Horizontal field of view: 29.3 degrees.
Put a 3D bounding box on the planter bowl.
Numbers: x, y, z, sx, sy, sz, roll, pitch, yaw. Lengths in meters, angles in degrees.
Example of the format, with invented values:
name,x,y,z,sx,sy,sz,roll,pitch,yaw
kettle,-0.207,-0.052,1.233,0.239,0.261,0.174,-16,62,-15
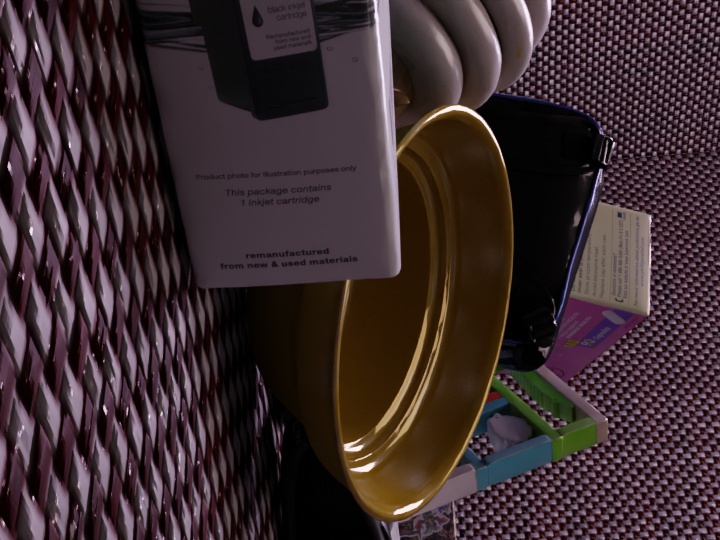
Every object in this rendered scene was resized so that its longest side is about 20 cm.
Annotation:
name,x,y,z,sx,sy,sz,roll,pitch,yaw
planter bowl,0.001,0.015,0.679,0.200,0.083,0.202,-31,125,-56

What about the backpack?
name,x,y,z,sx,sy,sz,roll,pitch,yaw
backpack,0.059,-0.031,0.971,0.147,0.198,0.184,79,29,-70

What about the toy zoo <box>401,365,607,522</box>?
name,x,y,z,sx,sy,sz,roll,pitch,yaw
toy zoo,0.057,0.114,0.978,0.131,0.199,0.021,42,-36,55

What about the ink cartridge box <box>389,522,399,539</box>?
name,x,y,z,sx,sy,sz,roll,pitch,yaw
ink cartridge box,-0.013,0.279,0.886,0.161,0.047,0.201,83,20,-45

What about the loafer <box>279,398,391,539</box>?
name,x,y,z,sx,sy,sz,roll,pitch,yaw
loafer,-0.011,0.166,0.749,0.070,0.067,0.202,-58,142,-67

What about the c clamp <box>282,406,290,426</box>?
name,x,y,z,sx,sy,sz,roll,pitch,yaw
c clamp,0.000,0.000,0.823,0.171,0.027,0.201,87,26,-87

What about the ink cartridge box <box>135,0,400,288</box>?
name,x,y,z,sx,sy,sz,roll,pitch,yaw
ink cartridge box,-0.032,-0.116,0.509,0.147,0.082,0.201,-90,176,-50

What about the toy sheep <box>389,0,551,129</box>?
name,x,y,z,sx,sy,sz,roll,pitch,yaw
toy sheep,0.038,-0.144,0.715,0.201,0.137,0.138,-55,160,-21

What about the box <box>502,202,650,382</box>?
name,x,y,z,sx,sy,sz,roll,pitch,yaw
box,0.122,0.009,1.183,0.176,0.198,0.097,126,-25,-60

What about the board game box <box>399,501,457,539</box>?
name,x,y,z,sx,sy,sz,roll,pitch,yaw
board game box,0.036,0.280,1.125,0.160,0.096,0.202,76,10,-72
